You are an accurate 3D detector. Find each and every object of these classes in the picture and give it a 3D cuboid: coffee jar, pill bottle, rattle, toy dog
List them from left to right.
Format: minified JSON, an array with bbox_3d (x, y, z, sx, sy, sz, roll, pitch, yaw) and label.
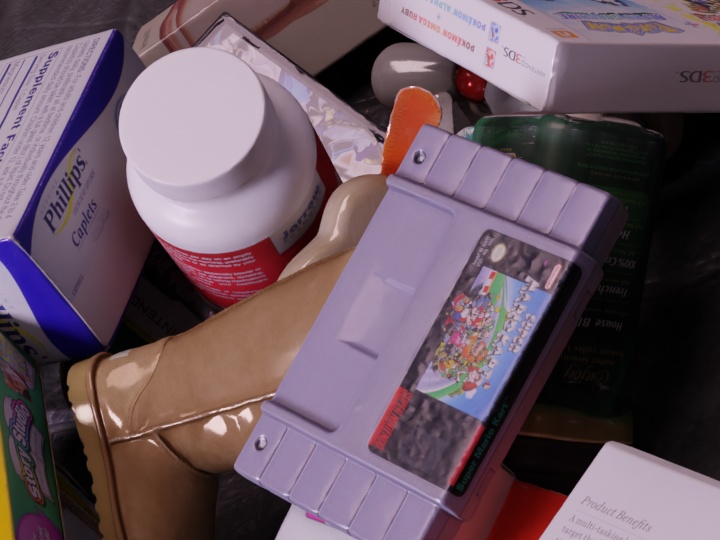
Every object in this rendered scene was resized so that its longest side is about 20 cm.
[{"bbox_3d":[-0.070,-0.047,1.292,0.112,0.200,0.113,-5,67,12],"label":"pill bottle"},{"bbox_3d":[0.000,0.000,1.282,0.143,0.129,0.201,163,113,-82],"label":"rattle"},{"bbox_3d":[0.095,-0.072,1.302,0.200,0.131,0.097,24,110,56],"label":"toy dog"},{"bbox_3d":[0.097,0.022,1.143,0.104,0.085,0.201,4,87,61],"label":"coffee jar"}]

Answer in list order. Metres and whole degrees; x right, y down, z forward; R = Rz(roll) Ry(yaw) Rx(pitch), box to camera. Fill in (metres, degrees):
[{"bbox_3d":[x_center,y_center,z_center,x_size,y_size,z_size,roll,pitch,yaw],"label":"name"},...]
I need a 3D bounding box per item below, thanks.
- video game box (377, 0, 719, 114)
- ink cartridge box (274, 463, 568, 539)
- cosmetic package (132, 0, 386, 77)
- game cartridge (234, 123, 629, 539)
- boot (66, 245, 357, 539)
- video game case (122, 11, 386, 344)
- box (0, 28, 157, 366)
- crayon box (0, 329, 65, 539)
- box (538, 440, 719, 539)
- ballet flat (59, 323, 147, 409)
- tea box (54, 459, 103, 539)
[{"bbox_3d":[0.138,-0.135,1.253,0.182,0.199,0.047,40,126,51],"label":"video game box"},{"bbox_3d":[0.024,0.178,1.052,0.173,0.044,0.201,14,72,38],"label":"ink cartridge box"},{"bbox_3d":[-0.053,-0.179,1.525,0.200,0.087,0.103,-35,17,10],"label":"cosmetic package"},{"bbox_3d":[0.033,0.035,1.073,0.129,0.038,0.201,22,81,44],"label":"game cartridge"},{"bbox_3d":[-0.049,0.096,1.184,0.199,0.176,0.066,-19,3,23],"label":"boot"},{"bbox_3d":[-0.086,-0.042,1.419,0.180,0.026,0.200,37,81,22],"label":"video game case"},{"bbox_3d":[-0.226,-0.032,1.345,0.199,0.105,0.185,-11,41,31],"label":"box"},{"bbox_3d":[-0.249,0.141,1.209,0.172,0.058,0.200,-32,37,9],"label":"crayon box"},{"bbox_3d":[0.121,0.204,0.948,0.106,0.152,0.200,19,67,51],"label":"box"},{"bbox_3d":[-0.161,0.027,1.469,0.070,0.071,0.201,-15,45,32],"label":"ballet flat"},{"bbox_3d":[-0.246,0.195,1.312,0.200,0.134,0.197,-46,37,-6],"label":"tea box"}]
